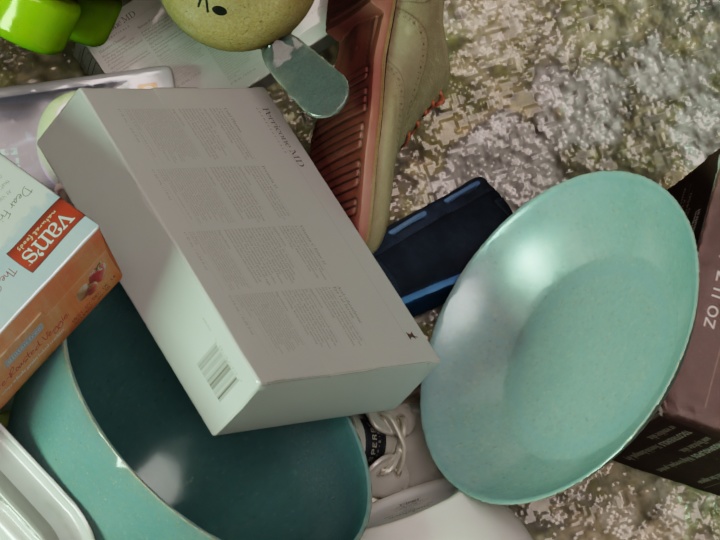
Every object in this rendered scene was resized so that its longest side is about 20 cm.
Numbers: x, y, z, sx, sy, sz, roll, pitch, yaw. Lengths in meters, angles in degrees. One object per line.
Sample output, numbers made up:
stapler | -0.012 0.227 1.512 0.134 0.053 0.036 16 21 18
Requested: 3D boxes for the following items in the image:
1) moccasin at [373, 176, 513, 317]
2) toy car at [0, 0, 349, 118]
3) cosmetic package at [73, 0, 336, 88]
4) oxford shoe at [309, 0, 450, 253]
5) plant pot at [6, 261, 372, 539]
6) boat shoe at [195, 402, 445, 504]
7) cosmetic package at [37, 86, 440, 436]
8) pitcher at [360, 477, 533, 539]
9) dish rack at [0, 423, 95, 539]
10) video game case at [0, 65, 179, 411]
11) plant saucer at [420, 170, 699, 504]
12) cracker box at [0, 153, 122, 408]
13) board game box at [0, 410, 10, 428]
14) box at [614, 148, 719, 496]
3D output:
moccasin | 0.000 0.000 1.628 0.200 0.080 0.068 -18 77 -27
toy car | -0.080 -0.170 1.523 0.200 0.158 0.165 28 102 7
cosmetic package | -0.065 -0.153 1.653 0.200 0.051 0.083 -33 88 -14
oxford shoe | 0.020 -0.098 1.596 0.075 0.070 0.201 15 74 -29
plant pot | -0.112 0.113 1.482 0.200 0.135 0.200 31 32 -22
boat shoe | -0.001 0.102 1.602 0.199 0.066 0.072 9 76 -8
cosmetic package | -0.065 -0.010 1.504 0.151 0.052 0.200 -6 56 -48
pitcher | 0.036 0.231 1.560 0.171 0.121 0.201 -20 96 -1
dish rack | -0.228 0.149 1.452 0.172 0.200 0.044 45 43 17
video game case | -0.189 -0.015 1.565 0.199 0.023 0.182 -9 80 -11
plant saucer | 0.118 0.042 1.535 0.039 0.201 0.201 31 72 -36
cracker box | -0.238 -0.013 1.408 0.200 0.058 0.134 35 72 25
board game box | -0.219 0.128 1.567 0.135 0.035 0.200 -32 85 -15
box | 0.259 0.047 1.608 0.199 0.164 0.166 18 76 -6
